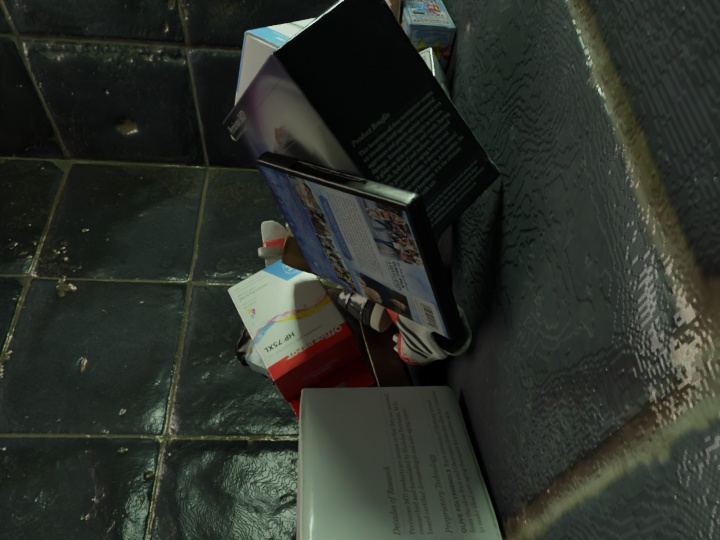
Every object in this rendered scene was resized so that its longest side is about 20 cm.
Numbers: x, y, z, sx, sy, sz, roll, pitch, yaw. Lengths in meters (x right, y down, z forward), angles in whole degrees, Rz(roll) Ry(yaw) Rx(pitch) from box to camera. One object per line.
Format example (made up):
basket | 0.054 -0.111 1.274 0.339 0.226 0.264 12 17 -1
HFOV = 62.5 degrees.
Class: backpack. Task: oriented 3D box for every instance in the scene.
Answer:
backpack | -0.080 0.114 0.873 0.126 0.198 0.169 25 -90 -61

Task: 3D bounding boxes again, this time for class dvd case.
dvd case | -0.004 -0.026 0.518 0.199 0.018 0.144 24 148 44

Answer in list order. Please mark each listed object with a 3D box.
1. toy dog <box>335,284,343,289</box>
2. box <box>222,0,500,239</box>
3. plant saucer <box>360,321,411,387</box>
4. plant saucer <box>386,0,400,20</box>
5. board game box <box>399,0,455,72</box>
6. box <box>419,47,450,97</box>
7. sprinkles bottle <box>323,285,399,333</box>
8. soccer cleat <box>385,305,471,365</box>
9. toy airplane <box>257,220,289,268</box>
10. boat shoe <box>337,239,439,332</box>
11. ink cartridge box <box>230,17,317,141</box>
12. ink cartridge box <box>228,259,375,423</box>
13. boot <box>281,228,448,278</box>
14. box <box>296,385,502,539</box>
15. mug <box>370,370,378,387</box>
toy dog | 0.012 -0.020 1.049 0.194 0.137 0.204 144 129 -74
box | -0.011 -0.118 0.567 0.199 0.123 0.199 52 159 -13
plant saucer | 0.046 0.138 0.769 0.200 0.036 0.203 -20 -89 -87
plant saucer | 0.029 -0.370 0.837 0.200 0.036 0.204 -178 90 -86
board game box | 0.076 -0.284 0.811 0.201 0.061 0.203 -97 10 -65
box | 0.012 -0.175 0.728 0.060 0.197 0.118 44 -144 -50
sprinkles bottle | -0.009 0.068 0.947 0.068 0.198 0.070 -15 -70 -49
soccer cleat | 0.079 0.068 0.629 0.069 0.084 0.201 -53 -25 -15
toy airplane | -0.058 -0.052 0.903 0.199 0.197 0.144 11 87 53
boat shoe | 0.043 -0.029 0.656 0.201 0.062 0.073 -59 -22 -25
ink cartridge box | -0.087 -0.265 0.845 0.200 0.085 0.148 -42 -24 -51
ink cartridge box | -0.078 0.082 0.768 0.201 0.115 0.068 54 169 35
boot | 0.000 0.000 0.763 0.175 0.197 0.067 116 169 -71
box | 0.020 0.256 0.593 0.201 0.168 0.202 -101 14 -60
mug | 0.009 0.256 0.889 0.179 0.132 0.200 58 178 -13
